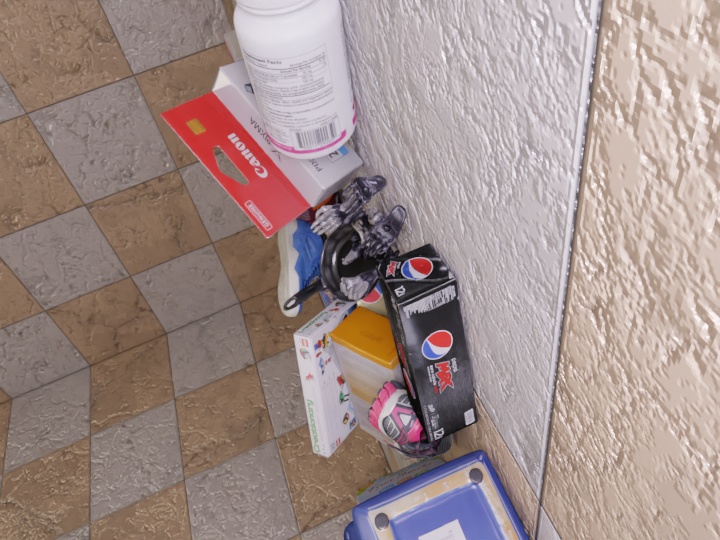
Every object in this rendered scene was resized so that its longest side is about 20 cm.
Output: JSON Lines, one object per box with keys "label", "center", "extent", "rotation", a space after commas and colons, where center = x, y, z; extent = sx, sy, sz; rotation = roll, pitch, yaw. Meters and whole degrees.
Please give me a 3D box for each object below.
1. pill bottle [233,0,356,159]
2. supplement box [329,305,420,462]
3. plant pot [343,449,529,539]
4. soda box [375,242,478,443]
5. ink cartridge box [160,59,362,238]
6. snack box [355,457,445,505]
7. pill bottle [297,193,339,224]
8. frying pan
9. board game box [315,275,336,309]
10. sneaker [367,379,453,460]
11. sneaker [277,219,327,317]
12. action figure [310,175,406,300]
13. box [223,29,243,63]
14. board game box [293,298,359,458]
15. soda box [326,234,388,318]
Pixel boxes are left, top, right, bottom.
{"label": "pill bottle", "center": [-0.068, -0.231, 0.600], "extent": [0.203, 0.110, 0.115], "rotation": [80, 167, -52]}
{"label": "supplement box", "center": [0.042, 0.167, 0.841], "extent": [0.124, 0.073, 0.205], "rotation": [19, 136, 41]}
{"label": "plant pot", "center": [0.094, 0.334, 0.633], "extent": [0.182, 0.194, 0.204], "rotation": [89, 159, -54]}
{"label": "soda box", "center": [0.071, 0.080, 0.590], "extent": [0.071, 0.061, 0.205], "rotation": [-119, 12, -54]}
{"label": "ink cartridge box", "center": [-0.115, -0.163, 0.706], "extent": [0.201, 0.176, 0.045], "rotation": [48, 137, 2]}
{"label": "snack box", "center": [0.080, 0.381, 0.946], "extent": [0.200, 0.164, 0.070], "rotation": [111, 137, -78]}
{"label": "pill bottle", "center": [-0.097, -0.146, 1.060], "extent": [0.202, 0.111, 0.116], "rotation": [79, 167, -57]}
{"label": "frying pan", "center": [-0.031, 0.018, 0.859], "extent": [0.115, 0.193, 0.031], "rotation": [43, -162, 27]}
{"label": "board game box", "center": [0.000, 0.089, 0.993], "extent": [0.135, 0.034, 0.206], "rotation": [-27, -84, -64]}
{"label": "sneaker", "center": [0.078, 0.213, 0.741], "extent": [0.074, 0.082, 0.200], "rotation": [28, 172, 37]}
{"label": "sneaker", "center": [-0.084, -0.005, 0.986], "extent": [0.204, 0.108, 0.078], "rotation": [-100, 29, -43]}
{"label": "action figure", "center": [-0.003, -0.039, 0.690], "extent": [0.121, 0.100, 0.200], "rotation": [56, 169, 9]}
{"label": "box", "center": [-0.176, -0.353, 1.101], "extent": [0.204, 0.106, 0.129], "rotation": [77, 169, -46]}
{"label": "board game box", "center": [-0.039, 0.160, 0.869], "extent": [0.034, 0.126, 0.207], "rotation": [7, 115, 31]}
{"label": "soda box", "center": [0.000, 0.000, 0.918], "extent": [0.068, 0.062, 0.206], "rotation": [150, 99, -83]}
